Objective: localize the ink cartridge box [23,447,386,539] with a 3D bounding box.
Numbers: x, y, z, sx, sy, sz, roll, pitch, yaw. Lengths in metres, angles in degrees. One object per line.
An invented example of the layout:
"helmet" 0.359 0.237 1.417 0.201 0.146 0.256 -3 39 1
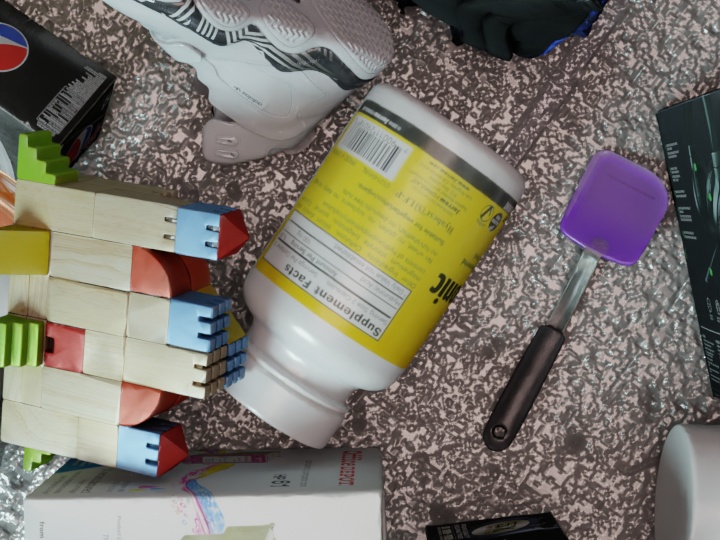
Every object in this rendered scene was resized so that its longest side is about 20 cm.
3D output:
"ink cartridge box" -0.081 0.156 0.827 0.199 0.145 0.085 0 93 0

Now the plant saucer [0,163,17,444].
"plant saucer" -0.270 0.021 0.878 0.199 0.032 0.202 0 93 -1

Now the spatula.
"spatula" 0.128 0.023 0.883 0.056 0.021 0.201 27 95 11

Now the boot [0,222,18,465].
"boot" -0.249 0.056 0.830 0.095 0.074 0.201 16 85 7

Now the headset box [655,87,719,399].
"headset box" 0.244 -0.023 0.807 0.092 0.174 0.201 -12 91 1

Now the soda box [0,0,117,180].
"soda box" -0.248 -0.134 0.844 0.200 0.071 0.063 35 58 -1

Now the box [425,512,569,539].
"box" 0.093 0.259 0.823 0.086 0.164 0.201 -6 92 0

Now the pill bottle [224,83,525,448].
"pill bottle" 0.000 0.000 0.838 0.111 0.111 0.200 35 93 -1

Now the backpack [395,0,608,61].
"backpack" 0.086 -0.210 0.788 0.162 0.200 0.168 35 82 1

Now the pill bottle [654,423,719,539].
"pill bottle" 0.284 0.147 0.843 0.199 0.114 0.115 5 92 -1

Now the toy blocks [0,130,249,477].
"toy blocks" -0.125 0.031 0.791 0.136 0.100 0.201 10 102 18

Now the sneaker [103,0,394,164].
"sneaker" -0.088 -0.125 0.815 0.199 0.075 0.115 14 134 -28
